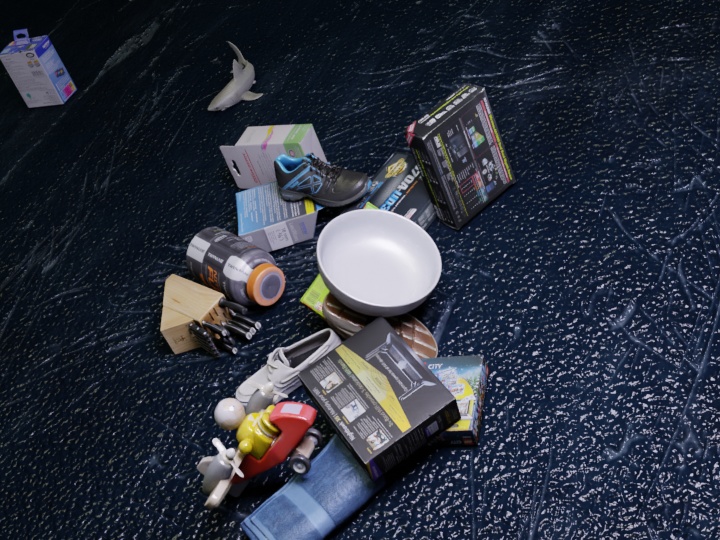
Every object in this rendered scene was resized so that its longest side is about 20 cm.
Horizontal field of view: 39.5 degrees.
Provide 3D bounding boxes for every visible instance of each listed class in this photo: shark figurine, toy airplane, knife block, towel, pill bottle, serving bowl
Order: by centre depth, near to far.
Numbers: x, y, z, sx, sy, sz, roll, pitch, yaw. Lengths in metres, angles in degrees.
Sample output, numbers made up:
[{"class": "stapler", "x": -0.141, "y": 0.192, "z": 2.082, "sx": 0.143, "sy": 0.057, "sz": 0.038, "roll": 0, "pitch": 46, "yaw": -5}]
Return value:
[{"class": "towel", "x": -0.065, "y": 0.324, "z": 1.400, "sx": 0.199, "sy": 0.049, "sz": 0.111, "roll": -38, "pitch": 41, "yaw": -17}, {"class": "toy airplane", "x": -0.167, "y": 0.247, "z": 1.439, "sx": 0.199, "sy": 0.142, "sz": 0.199, "roll": -41, "pitch": 15, "yaw": -15}, {"class": "serving bowl", "x": 0.024, "y": -0.002, "z": 1.565, "sx": 0.196, "sy": 0.066, "sz": 0.203, "roll": 7, "pitch": 47, "yaw": -8}, {"class": "knife block", "x": -0.263, "y": 0.071, "z": 1.778, "sx": 0.172, "sy": 0.065, "sz": 0.202, "roll": -18, "pitch": 39, "yaw": 8}, {"class": "pill bottle", "x": -0.220, "y": -0.002, "z": 1.803, "sx": 0.106, "sy": 0.107, "sz": 0.198, "roll": -43, "pitch": 42, "yaw": -22}, {"class": "shark figurine", "x": -0.289, "y": -0.474, "z": 2.391, "sx": 0.126, "sy": 0.090, "sz": 0.217, "roll": -6, "pitch": 44, "yaw": 19}]

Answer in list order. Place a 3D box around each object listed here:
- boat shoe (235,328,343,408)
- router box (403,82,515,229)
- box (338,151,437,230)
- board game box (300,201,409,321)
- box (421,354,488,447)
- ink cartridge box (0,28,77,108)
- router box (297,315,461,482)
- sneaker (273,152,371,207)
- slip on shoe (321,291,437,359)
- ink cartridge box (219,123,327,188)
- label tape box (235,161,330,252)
[{"class": "boat shoe", "x": -0.118, "y": 0.154, "z": 1.599, "sx": 0.197, "sy": 0.066, "sz": 0.073, "roll": -24, "pitch": 39, "yaw": 7}, {"class": "router box", "x": 0.174, "y": -0.198, "z": 1.739, "sx": 0.149, "sy": 0.202, "sz": 0.062, "roll": -37, "pitch": 35, "yaw": -17}, {"class": "box", "x": 0.075, "y": -0.130, "z": 1.840, "sx": 0.157, "sy": 0.046, "sz": 0.201, "roll": 15, "pitch": 53, "yaw": 39}, {"class": "board game box", "x": 0.000, "y": 0.000, "z": 1.659, "sx": 0.101, "sy": 0.048, "sz": 0.202, "roll": 32, "pitch": 83, "yaw": 23}, {"class": "box", "x": 0.084, "y": 0.194, "z": 1.477, "sx": 0.196, "sy": 0.038, "sz": 0.138, "roll": -5, "pitch": 43, "yaw": 22}, {"class": "ink cartridge box", "x": -0.869, "y": -0.543, "z": 2.679, "sx": 0.134, "sy": 0.202, "sz": 0.077, "roll": -1, "pitch": 43, "yaw": 26}, {"class": "router box", "x": 0.025, "y": 0.179, "z": 1.433, "sx": 0.156, "sy": 0.053, "sz": 0.200, "roll": -33, "pitch": 47, "yaw": -11}, {"class": "sneaker", "x": -0.075, "y": -0.169, "z": 1.838, "sx": 0.196, "sy": 0.083, "sz": 0.074, "roll": 4, "pitch": 42, "yaw": 26}, {"class": "slip on shoe", "x": 0.028, "y": 0.098, "z": 1.571, "sx": 0.197, "sy": 0.061, "sz": 0.077, "roll": 23, "pitch": 57, "yaw": 7}, {"class": "ink cartridge box", "x": -0.174, "y": -0.228, "z": 2.024, "sx": 0.196, "sy": 0.118, "sz": 0.068, "roll": 3, "pitch": 44, "yaw": 29}, {"class": "label tape box", "x": -0.136, "y": -0.116, "z": 1.921, "sx": 0.196, "sy": 0.064, "sz": 0.145, "roll": -17, "pitch": 39, "yaw": 4}]
